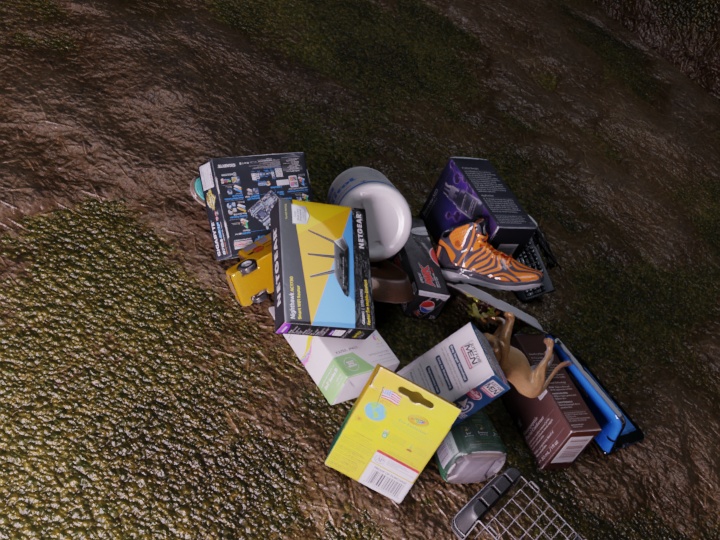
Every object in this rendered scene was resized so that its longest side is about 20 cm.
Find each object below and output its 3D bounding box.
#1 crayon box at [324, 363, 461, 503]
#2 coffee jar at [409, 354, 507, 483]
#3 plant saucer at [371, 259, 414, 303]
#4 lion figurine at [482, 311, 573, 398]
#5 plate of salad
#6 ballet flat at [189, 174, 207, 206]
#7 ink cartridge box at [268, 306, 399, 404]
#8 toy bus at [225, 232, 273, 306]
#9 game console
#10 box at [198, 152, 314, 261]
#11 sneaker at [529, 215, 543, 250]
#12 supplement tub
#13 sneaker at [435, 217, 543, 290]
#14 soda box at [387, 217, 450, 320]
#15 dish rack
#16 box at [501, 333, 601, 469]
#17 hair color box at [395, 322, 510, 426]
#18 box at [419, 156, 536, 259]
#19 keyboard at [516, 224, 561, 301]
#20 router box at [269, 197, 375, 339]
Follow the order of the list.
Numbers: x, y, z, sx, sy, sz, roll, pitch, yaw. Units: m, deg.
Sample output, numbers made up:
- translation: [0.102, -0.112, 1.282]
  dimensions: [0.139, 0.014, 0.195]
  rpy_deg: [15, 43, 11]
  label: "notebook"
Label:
- translation: [0.046, 0.214, 1.349]
  dimensions: [0.125, 0.202, 0.051]
  rpy_deg: [28, 35, -2]
  label: "crayon box"
- translation: [0.140, 0.219, 1.507]
  dimensions: [0.102, 0.086, 0.202]
  rpy_deg: [6, 43, -29]
  label: "coffee jar"
- translation: [0.000, 0.000, 1.649]
  dimensions: [0.196, 0.035, 0.201]
  rpy_deg: [16, 14, -4]
  label: "plant saucer"
- translation: [0.236, 0.147, 1.525]
  dimensions: [0.198, 0.072, 0.124]
  rpy_deg: [29, 68, -14]
  label: "lion figurine"
- translation: [0.233, 0.075, 1.714]
  dimensions: [0.197, 0.049, 0.200]
  rpy_deg: [28, 0, 0]
  label: "plate of salad"
- translation: [-0.216, -0.124, 1.687]
  dimensions: [0.197, 0.067, 0.070]
  rpy_deg: [2, 75, -41]
  label: "ballet flat"
- translation: [-0.044, 0.100, 1.535]
  dimensions: [0.116, 0.068, 0.201]
  rpy_deg: [-10, 52, -41]
  label: "ink cartridge box"
- translation: [-0.124, -0.024, 1.574]
  dimensions: [0.198, 0.066, 0.078]
  rpy_deg: [-31, 32, -19]
  label: "toy bus"
- translation: [0.405, 0.200, 1.695]
  dimensions: [0.117, 0.172, 0.201]
  rpy_deg: [-27, 59, -19]
  label: "game console"
- translation: [-0.164, -0.110, 1.652]
  dimensions: [0.198, 0.046, 0.162]
  rpy_deg: [-11, 87, -42]
  label: "box"
- translation: [0.276, -0.101, 1.993]
  dimensions: [0.079, 0.079, 0.200]
  rpy_deg: [-10, 44, -45]
  label: "sneaker"
- translation: [0.011, -0.100, 1.703]
  dimensions: [0.130, 0.134, 0.200]
  rpy_deg: [20, 10, -12]
  label: "supplement tub"
- translation: [0.229, -0.031, 1.746]
  dimensions: [0.196, 0.115, 0.078]
  rpy_deg: [8, 12, 11]
  label: "sneaker"
- translation: [0.095, -0.008, 1.767]
  dimensions: [0.069, 0.064, 0.202]
  rpy_deg: [10, 41, -25]
  label: "soda box"
- translation: [0.241, 0.385, 1.410]
  dimensions: [0.200, 0.055, 0.152]
  rpy_deg: [44, 40, 16]
  label: "dish rack"
- translation: [0.297, 0.210, 1.614]
  dimensions: [0.074, 0.101, 0.202]
  rpy_deg: [3, 43, -31]
  label: "box"
- translation: [0.109, 0.177, 1.438]
  dimensions: [0.060, 0.199, 0.101]
  rpy_deg: [38, 22, -46]
  label: "hair color box"
- translation: [0.220, -0.096, 1.887]
  dimensions: [0.103, 0.149, 0.201]
  rpy_deg: [-1, 44, -34]
  label: "box"
- translation: [0.320, -0.049, 1.912]
  dimensions: [0.102, 0.040, 0.203]
  rpy_deg: [-18, 73, -10]
  label: "keyboard"
- translation: [-0.058, -0.001, 1.493]
  dimensions: [0.146, 0.051, 0.204]
  rpy_deg: [5, 64, -23]
  label: "router box"
